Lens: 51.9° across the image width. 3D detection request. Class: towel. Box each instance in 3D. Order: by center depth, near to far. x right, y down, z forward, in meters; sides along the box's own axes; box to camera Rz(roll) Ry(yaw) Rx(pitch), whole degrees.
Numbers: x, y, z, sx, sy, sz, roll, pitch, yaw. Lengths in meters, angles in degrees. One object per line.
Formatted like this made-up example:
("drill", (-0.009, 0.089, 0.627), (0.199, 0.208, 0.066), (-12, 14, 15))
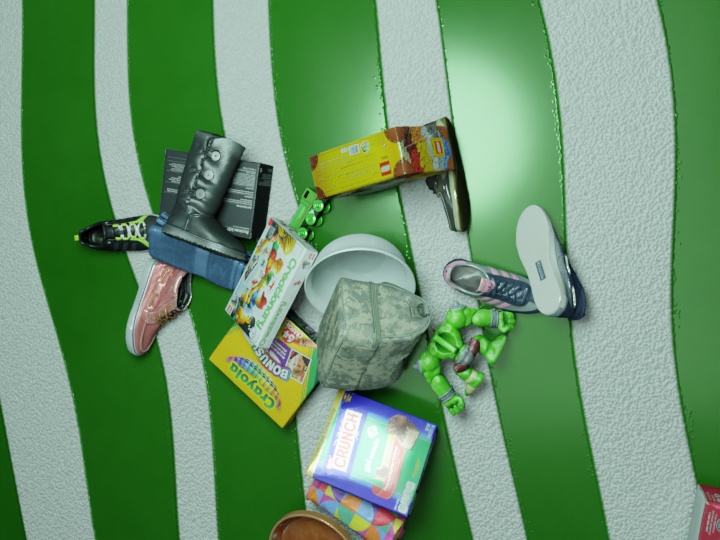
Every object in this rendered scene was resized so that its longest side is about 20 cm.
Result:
("towel", (-0.306, -0.032, 1.416), (0.197, 0.049, 0.112), (22, 143, -5))

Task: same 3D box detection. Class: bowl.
("bowl", (0.000, 0.000, 1.332), (0.197, 0.091, 0.203), (1, 137, 1))

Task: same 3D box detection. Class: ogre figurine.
("ogre figurine", (0.179, 0.141, 1.313), (0.119, 0.098, 0.202), (32, 113, -1))

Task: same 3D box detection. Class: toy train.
("toy train", (-0.090, -0.121, 1.394), (0.056, 0.042, 0.202), (36, 103, 19))

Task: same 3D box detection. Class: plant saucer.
("plant saucer", (-0.085, 0.552, 1.428), (0.197, 0.032, 0.204), (8, 111, 21))

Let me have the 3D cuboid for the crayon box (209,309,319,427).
("crayon box", (-0.165, 0.167, 1.425), (0.199, 0.058, 0.173), (40, 103, 9))

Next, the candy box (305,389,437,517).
("candy box", (0.023, 0.330, 1.347), (0.197, 0.077, 0.172), (18, 72, 13))

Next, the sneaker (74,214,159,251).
("sneaker", (-0.478, -0.068, 1.479), (0.196, 0.083, 0.073), (-8, 93, 15))

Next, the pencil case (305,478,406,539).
("pencil case", (-0.007, 0.447, 1.393), (0.198, 0.088, 0.089), (32, 102, 12))

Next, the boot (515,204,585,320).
("boot", (0.330, -0.011, 1.279), (0.072, 0.089, 0.204), (-26, 60, 42))

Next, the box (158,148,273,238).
("box", (-0.279, -0.147, 1.422), (0.196, 0.079, 0.144), (11, 95, 13))

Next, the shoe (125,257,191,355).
("shoe", (-0.400, 0.081, 1.475), (0.089, 0.071, 0.204), (17, 94, 19))

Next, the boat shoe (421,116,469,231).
("boat shoe", (0.147, -0.166, 1.314), (0.065, 0.071, 0.205), (-9, 92, 25))

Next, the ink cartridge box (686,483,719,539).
("ink cartridge box", (0.650, 0.454, 1.215), (0.196, 0.085, 0.151), (9, 96, 16))

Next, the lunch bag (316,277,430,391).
("lunch bag", (0.020, 0.118, 1.289), (0.164, 0.141, 0.201), (8, 140, -14))

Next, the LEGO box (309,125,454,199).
("LEGO box", (0.035, -0.183, 1.262), (0.198, 0.148, 0.079), (-11, 92, 41))

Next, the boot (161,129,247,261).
("boot", (-0.253, -0.136, 1.343), (0.162, 0.066, 0.203), (20, 82, -5))

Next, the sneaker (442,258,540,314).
("sneaker", (0.237, 0.033, 1.294), (0.196, 0.082, 0.072), (15, 97, 13))

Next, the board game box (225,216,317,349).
("board game box", (-0.164, 0.022, 1.342), (0.126, 0.034, 0.202), (38, 106, 41))
